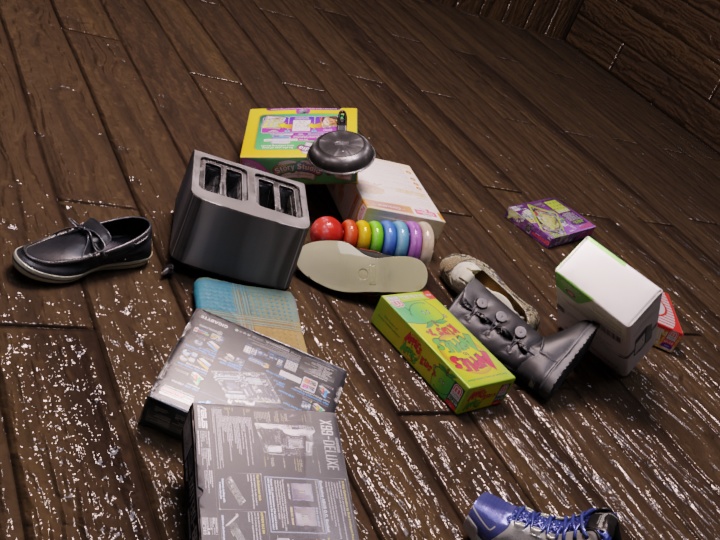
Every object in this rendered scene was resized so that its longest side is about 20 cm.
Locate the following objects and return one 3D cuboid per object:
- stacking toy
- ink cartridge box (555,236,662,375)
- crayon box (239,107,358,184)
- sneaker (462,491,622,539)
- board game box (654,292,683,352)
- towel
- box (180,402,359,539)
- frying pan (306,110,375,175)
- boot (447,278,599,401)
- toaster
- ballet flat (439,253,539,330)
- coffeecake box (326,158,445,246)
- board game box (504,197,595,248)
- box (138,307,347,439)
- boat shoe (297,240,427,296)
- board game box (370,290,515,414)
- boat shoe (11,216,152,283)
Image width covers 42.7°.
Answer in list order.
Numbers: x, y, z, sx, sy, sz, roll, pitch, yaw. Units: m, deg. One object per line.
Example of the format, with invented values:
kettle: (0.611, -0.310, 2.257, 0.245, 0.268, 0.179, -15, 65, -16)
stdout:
stacking toy: (0.015, -0.051, 1.474, 0.197, 0.086, 0.086, 10, 30, -20)
ink cartridge box: (0.387, 0.060, 1.450, 0.145, 0.084, 0.201, 41, -12, 28)
crayon box: (-0.102, -0.217, 1.600, 0.196, 0.059, 0.174, 0, 38, 0)
sneaker: (0.220, 0.290, 0.996, 0.198, 0.116, 0.080, 34, 28, 18)
board game box: (0.481, 0.059, 1.693, 0.197, 0.047, 0.152, 23, 27, -5)
towel: (-0.137, 0.084, 1.172, 0.144, 0.022, 0.201, 11, 32, -23)
box: (-0.086, 0.224, 0.877, 0.155, 0.050, 0.202, 8, 44, -23)
frying pan: (-0.018, -0.219, 1.535, 0.113, 0.031, 0.191, 15, 44, 16)
boot: (0.242, 0.082, 1.395, 0.199, 0.066, 0.164, 34, 51, 22)
toaster: (-0.174, -0.067, 1.299, 0.178, 0.120, 0.201, 15, 29, -16)
ballet flat: (0.202, 0.033, 1.477, 0.199, 0.068, 0.075, 39, 7, 22)
coffeecake box: (0.040, -0.119, 1.614, 0.151, 0.074, 0.201, 9, 31, -25)
board game box: (0.400, -0.103, 1.932, 0.119, 0.033, 0.198, 36, 30, 30)
box: (-0.124, 0.139, 1.030, 0.197, 0.046, 0.160, 23, 36, -3)
boat shoe: (0.000, 0.003, 1.386, 0.197, 0.075, 0.063, 8, -11, -8)
board game box: (0.114, 0.110, 1.300, 0.100, 0.048, 0.200, -3, 38, -43)
boat shoe: (-0.344, -0.033, 1.161, 0.198, 0.063, 0.075, -12, 46, -48)
